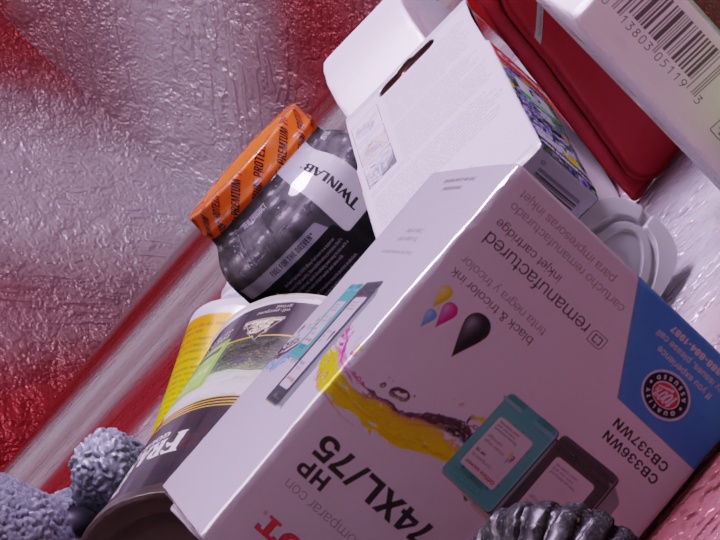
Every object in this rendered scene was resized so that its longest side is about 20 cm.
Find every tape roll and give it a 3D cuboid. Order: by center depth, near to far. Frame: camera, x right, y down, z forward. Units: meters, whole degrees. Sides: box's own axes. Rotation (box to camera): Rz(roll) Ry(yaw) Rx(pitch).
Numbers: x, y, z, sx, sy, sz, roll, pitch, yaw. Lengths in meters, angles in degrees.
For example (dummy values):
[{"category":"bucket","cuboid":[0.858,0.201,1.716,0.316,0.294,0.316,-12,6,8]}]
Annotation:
[{"category":"tape roll","cuboid":[0.071,-0.087,1.173,0.071,0.202,0.202,-44,10,16]}]

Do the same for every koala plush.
[{"category":"koala plush","cuboid":[-0.202,0.173,1.031,0.183,0.178,0.200,-18,-26,4]}]

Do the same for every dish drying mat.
[{"category":"dish drying mat","cuboid":[0.138,-0.128,1.097,0.018,0.200,0.077,21,71,50]}]

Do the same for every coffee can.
[{"category":"coffee can","cuboid":[-0.052,0.125,1.021,0.146,0.146,0.200,-42,10,32]}]

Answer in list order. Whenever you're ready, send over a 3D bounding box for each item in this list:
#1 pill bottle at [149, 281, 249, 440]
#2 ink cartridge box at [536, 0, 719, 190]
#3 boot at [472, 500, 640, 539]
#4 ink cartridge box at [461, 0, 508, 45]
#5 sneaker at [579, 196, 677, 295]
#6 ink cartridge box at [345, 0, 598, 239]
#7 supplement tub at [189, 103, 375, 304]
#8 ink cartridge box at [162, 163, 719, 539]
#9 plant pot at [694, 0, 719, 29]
[{"category":"pill bottle","cuboid":[-0.076,0.095,1.220,0.109,0.109,0.200,-34,35,56]},{"category":"ink cartridge box","cuboid":[0.158,-0.089,0.899,0.050,0.161,0.200,-44,9,10]},{"category":"boot","cuboid":[0.013,0.182,0.675,0.211,0.079,0.158,-28,25,34]},{"category":"ink cartridge box","cuboid":[0.167,-0.198,1.190,0.176,0.200,0.084,-47,9,9]},{"category":"sneaker","cuboid":[0.088,0.050,0.959,0.200,0.076,0.081,-44,-1,-26]},{"category":"ink cartridge box","cuboid":[0.055,-0.062,1.013,0.109,0.050,0.200,-44,26,16]},{"category":"supplement tub","cuboid":[0.000,0.000,1.133,0.123,0.200,0.123,-46,10,10]},{"category":"ink cartridge box","cuboid":[0.036,0.077,0.812,0.200,0.147,0.146,-49,10,-7]},{"category":"plant pot","cuboid":[0.203,-0.197,1.000,0.200,0.198,0.200,-42,11,10]}]
